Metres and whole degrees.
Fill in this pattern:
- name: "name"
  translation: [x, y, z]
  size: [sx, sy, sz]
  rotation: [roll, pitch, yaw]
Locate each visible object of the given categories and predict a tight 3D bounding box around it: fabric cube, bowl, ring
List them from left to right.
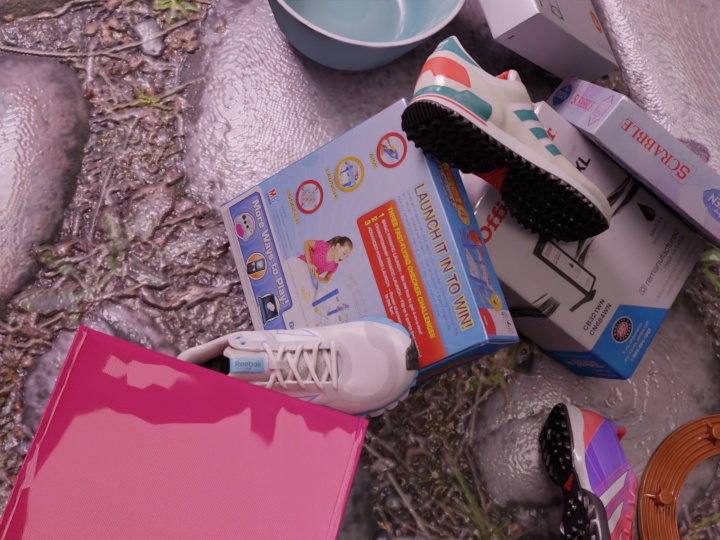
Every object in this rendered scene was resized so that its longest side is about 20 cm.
- name: "fabric cube"
  translation: [-0.129, 0.183, 0.727]
  size: [0.198, 0.200, 0.197]
  rotation: [18, 68, -4]
- name: "bowl"
  translation: [-0.008, -0.266, 0.972]
  size: [0.199, 0.105, 0.202]
  rotation: [5, 69, -12]
- name: "ring"
  translation: [0.337, 0.223, 0.920]
  size: [0.199, 0.019, 0.202]
  rotation: [5, 68, -12]

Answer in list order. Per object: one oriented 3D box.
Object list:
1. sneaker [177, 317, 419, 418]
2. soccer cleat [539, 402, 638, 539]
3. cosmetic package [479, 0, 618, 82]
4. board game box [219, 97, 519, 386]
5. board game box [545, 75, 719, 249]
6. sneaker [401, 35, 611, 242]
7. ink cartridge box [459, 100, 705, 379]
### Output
- name: "sneaker"
  translation: [-0.053, 0.075, 0.779]
  size: [0.087, 0.199, 0.075]
  rotation: [11, 73, -57]
- name: "soccer cleat"
  translation: [0.194, 0.189, 0.839]
  size: [0.073, 0.068, 0.201]
  rotation: [13, 37, -11]
- name: "cosmetic package"
  translation: [0.160, -0.264, 0.978]
  size: [0.200, 0.051, 0.152]
  rotation: [6, 63, -57]
- name: "board game box"
  translation: [0.000, 0.000, 0.834]
  size: [0.056, 0.195, 0.201]
  rotation: [8, 61, -57]
- name: "board game box"
  translation: [0.261, -0.084, 0.908]
  size: [0.200, 0.200, 0.041]
  rotation: [37, 101, -11]
- name: "sneaker"
  translation: [0.123, -0.102, 0.802]
  size: [0.199, 0.070, 0.094]
  rotation: [31, 60, -24]
- name: "ink cartridge box"
  translation: [0.170, -0.023, 0.897]
  size: [0.200, 0.084, 0.146]
  rotation: [37, 78, -16]
